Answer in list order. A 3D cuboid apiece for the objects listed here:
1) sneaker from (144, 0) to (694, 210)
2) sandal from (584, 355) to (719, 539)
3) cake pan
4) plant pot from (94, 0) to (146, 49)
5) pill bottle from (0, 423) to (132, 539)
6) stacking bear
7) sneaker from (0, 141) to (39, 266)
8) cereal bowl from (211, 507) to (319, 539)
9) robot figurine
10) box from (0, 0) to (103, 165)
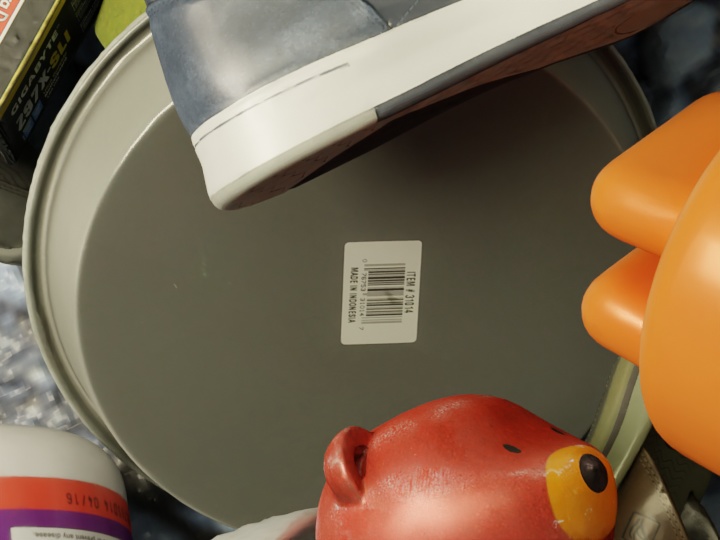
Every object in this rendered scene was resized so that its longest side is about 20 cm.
[{"bbox_3d":[0.022,-0.121,0.681,0.202,0.077,0.146,-24,83,-17],"label":"sneaker"},{"bbox_3d":[0.088,0.086,0.748,0.057,0.080,0.201,21,85,28],"label":"sandal"},{"bbox_3d":[0.000,0.000,0.757,0.200,0.200,0.037,-25,27,2],"label":"cake pan"},{"bbox_3d":[0.014,-0.122,0.805,0.187,0.187,0.200,44,97,21],"label":"plant pot"},{"bbox_3d":[-0.115,0.154,0.761,0.112,0.112,0.200,-13,69,7],"label":"pill bottle"},{"bbox_3d":[0.053,0.127,0.665,0.114,0.121,0.200,-30,79,37],"label":"stacking bear"},{"bbox_3d":[-0.162,-0.078,0.859,0.200,0.075,0.079,40,103,20],"label":"sneaker"},{"bbox_3d":[-0.024,0.170,0.701,0.083,0.200,0.200,-16,68,25],"label":"cereal bowl"},{"bbox_3d":[0.154,0.020,0.661,0.200,0.117,0.144,28,96,31],"label":"robot figurine"},{"bbox_3d":[-0.139,-0.157,0.826,0.160,0.049,0.200,26,77,9],"label":"box"}]
